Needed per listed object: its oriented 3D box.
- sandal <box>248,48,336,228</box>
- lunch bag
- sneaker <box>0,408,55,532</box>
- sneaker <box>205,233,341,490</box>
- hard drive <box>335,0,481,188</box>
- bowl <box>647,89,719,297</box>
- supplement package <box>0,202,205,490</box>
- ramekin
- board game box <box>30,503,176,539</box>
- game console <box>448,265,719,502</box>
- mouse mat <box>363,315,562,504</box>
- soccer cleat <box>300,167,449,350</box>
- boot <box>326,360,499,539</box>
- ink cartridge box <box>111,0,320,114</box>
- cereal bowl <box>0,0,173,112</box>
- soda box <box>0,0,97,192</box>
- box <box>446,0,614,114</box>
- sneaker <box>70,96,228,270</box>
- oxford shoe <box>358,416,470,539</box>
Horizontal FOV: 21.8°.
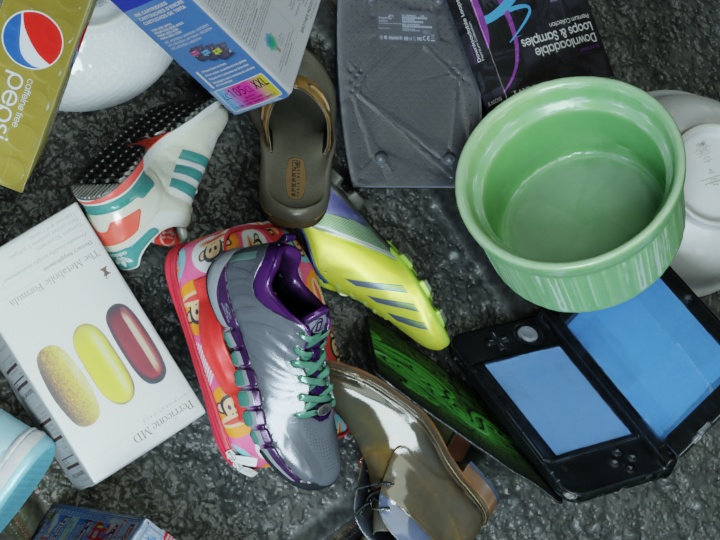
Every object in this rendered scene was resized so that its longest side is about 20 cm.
[{"bbox_3d":[-0.061,-0.127,1.606,0.081,0.055,0.201,1,54,-3],"label":"sandal"},{"bbox_3d":[-0.085,0.062,1.535,0.082,0.176,0.201,-18,88,20],"label":"lunch bag"},{"bbox_3d":[-0.351,0.180,1.494,0.130,0.080,0.200,38,81,8],"label":"sneaker"},{"bbox_3d":[-0.051,0.072,1.432,0.074,0.087,0.201,-27,96,-46],"label":"sneaker"},{"bbox_3d":[0.040,-0.169,1.684,0.134,0.042,0.201,-1,79,-17],"label":"hard drive"},{"bbox_3d":[0.310,-0.079,1.726,0.200,0.090,0.202,3,80,-17],"label":"bowl"},{"bbox_3d":[-0.232,0.065,1.525,0.113,0.110,0.201,-33,91,-19],"label":"supplement package"},{"bbox_3d":[0.189,-0.061,1.624,0.199,0.098,0.201,-9,56,13],"label":"ramekin"},{"bbox_3d":[-0.159,0.252,1.467,0.199,0.200,0.062,33,72,-8],"label":"board game box"},{"bbox_3d":[0.204,0.077,1.602,0.175,0.117,0.200,-11,46,-32],"label":"game console"},{"bbox_3d":[0.086,0.116,1.589,0.200,0.161,0.008,35,102,-13],"label":"mouse mat"},{"bbox_3d":[0.000,0.000,1.639,0.084,0.065,0.200,-40,95,-1],"label":"soccer cleat"},{"bbox_3d":[0.022,0.166,1.526,0.200,0.075,0.097,42,60,-14],"label":"boot"},{"bbox_3d":[-0.130,-0.248,1.569,0.200,0.076,0.137,44,46,-35],"label":"ink cartridge box"},{"bbox_3d":[-0.239,-0.240,1.591,0.199,0.083,0.201,3,79,-17],"label":"cereal bowl"},{"bbox_3d":[-0.269,-0.169,1.517,0.067,0.064,0.201,21,117,-7],"label":"soda box"},{"bbox_3d":[0.144,-0.251,1.710,0.143,0.036,0.201,-20,91,-36],"label":"box"},{"bbox_3d":[-0.168,-0.074,1.576,0.200,0.070,0.094,-51,130,-51],"label":"sneaker"},{"bbox_3d":[0.021,0.196,1.605,0.075,0.070,0.200,36,62,-5],"label":"oxford shoe"}]
